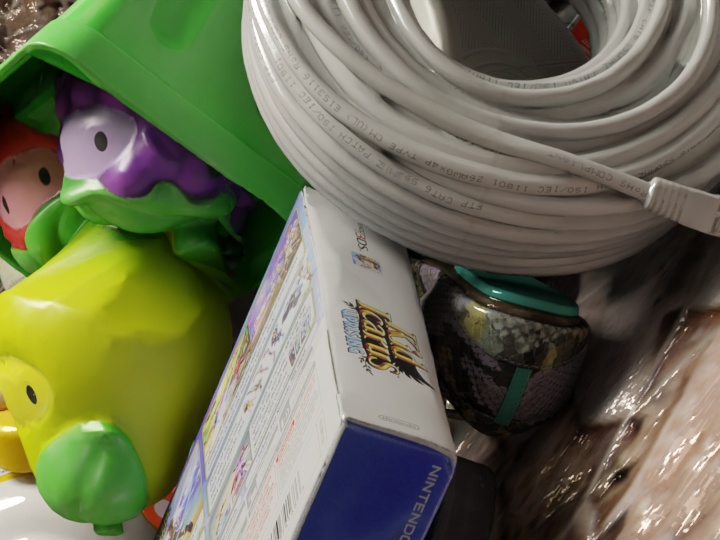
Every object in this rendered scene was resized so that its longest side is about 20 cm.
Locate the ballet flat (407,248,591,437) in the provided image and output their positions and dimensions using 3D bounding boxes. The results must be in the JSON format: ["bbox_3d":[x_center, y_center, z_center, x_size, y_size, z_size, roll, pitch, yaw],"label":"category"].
[{"bbox_3d":[0.043,0.019,1.030,0.072,0.072,0.200,-50,12,8],"label":"ballet flat"}]

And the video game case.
[{"bbox_3d":[-0.031,0.098,0.927,0.182,0.045,0.201,-104,34,-64],"label":"video game case"}]

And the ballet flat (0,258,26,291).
[{"bbox_3d":[-0.076,-0.045,1.206,0.199,0.063,0.068,-27,-19,-9],"label":"ballet flat"}]

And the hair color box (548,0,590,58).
[{"bbox_3d":[0.115,-0.112,1.133,0.200,0.061,0.101,-52,13,-6],"label":"hair color box"}]

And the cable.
[{"bbox_3d":[0.055,-0.095,0.972,0.069,0.199,0.201,110,168,-59],"label":"cable"}]

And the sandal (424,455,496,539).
[{"bbox_3d":[0.009,0.104,0.962,0.200,0.043,0.077,175,114,-72],"label":"sandal"}]

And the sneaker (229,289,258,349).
[{"bbox_3d":[0.000,0.000,1.218,0.078,0.080,0.200,-38,-6,41],"label":"sneaker"}]

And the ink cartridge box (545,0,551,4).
[{"bbox_3d":[0.062,-0.172,1.155,0.200,0.084,0.145,-41,16,47],"label":"ink cartridge box"}]

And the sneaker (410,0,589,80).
[{"bbox_3d":[0.027,-0.074,1.065,0.073,0.201,0.112,-9,-26,-33],"label":"sneaker"}]

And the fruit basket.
[{"bbox_3d":[-0.105,-0.010,1.051,0.216,0.155,0.216,-48,15,18],"label":"fruit basket"}]

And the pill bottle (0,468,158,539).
[{"bbox_3d":[-0.137,0.129,1.237,0.111,0.111,0.200,-47,14,20],"label":"pill bottle"}]

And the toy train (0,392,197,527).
[{"bbox_3d":[-0.098,0.048,1.199,0.150,0.056,0.200,-21,26,-28],"label":"toy train"}]
